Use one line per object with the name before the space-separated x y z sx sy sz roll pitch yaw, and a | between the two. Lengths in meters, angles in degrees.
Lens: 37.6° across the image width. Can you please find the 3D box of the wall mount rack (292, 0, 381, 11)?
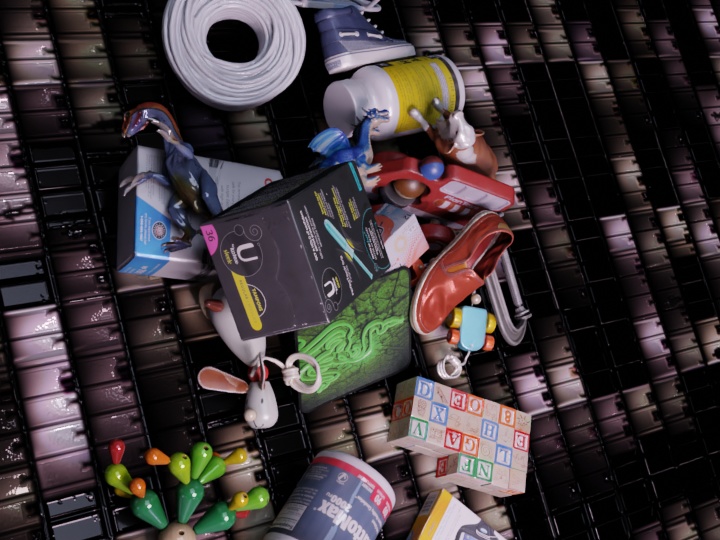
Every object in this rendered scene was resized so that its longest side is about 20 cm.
wall mount rack | -0.038 -0.417 1.547 0.199 0.174 0.075 -5 116 -32

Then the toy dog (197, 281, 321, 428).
toy dog | -0.151 0.098 1.328 0.201 0.132 0.096 60 26 10

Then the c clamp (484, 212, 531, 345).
c clamp | 0.221 0.010 1.598 0.171 0.027 0.201 -13 89 -66

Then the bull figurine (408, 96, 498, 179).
bull figurine | 0.139 -0.187 1.521 0.065 0.200 0.122 -40 62 5

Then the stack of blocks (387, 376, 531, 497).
stack of blocks | 0.140 0.235 1.484 0.199 0.059 0.116 21 64 -23

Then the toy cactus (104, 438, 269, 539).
toy cactus | -0.214 0.281 1.253 0.199 0.102 0.166 15 85 -28

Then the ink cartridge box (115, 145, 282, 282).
ink cartridge box | -0.206 -0.065 1.367 0.199 0.086 0.147 8 70 -30

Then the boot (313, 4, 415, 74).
boot | 0.010 -0.349 1.573 0.200 0.072 0.091 -22 98 -55

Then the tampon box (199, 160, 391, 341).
tampon box | -0.074 -0.028 1.273 0.200 0.126 0.151 -40 114 -61

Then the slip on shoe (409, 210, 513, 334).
slip on shoe | 0.139 0.007 1.470 0.200 0.061 0.074 -51 130 -1

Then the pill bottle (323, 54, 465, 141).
pill bottle | 0.048 -0.253 1.568 0.199 0.111 0.112 -17 82 -34

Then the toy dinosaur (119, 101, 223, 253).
toy dinosaur | -0.225 -0.115 1.301 0.200 0.105 0.182 27 45 -58

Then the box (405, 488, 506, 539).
box | 0.151 0.406 1.445 0.200 0.041 0.119 42 57 -15

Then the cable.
cable | -0.177 -0.321 1.463 0.200 0.069 0.200 45 74 -8

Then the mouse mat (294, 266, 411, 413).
mouse mat | -0.005 0.092 1.424 0.199 0.008 0.162 -20 120 -34

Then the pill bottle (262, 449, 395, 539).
pill bottle | -0.052 0.334 1.300 0.120 0.119 0.200 42 58 -12

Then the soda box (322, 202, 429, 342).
soda box | 0.000 0.000 1.438 0.200 0.063 0.069 -45 131 -19

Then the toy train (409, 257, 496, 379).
toy train | 0.109 0.051 1.538 0.150 0.056 0.201 -31 96 -19

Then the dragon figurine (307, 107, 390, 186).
dragon figurine | -0.037 -0.152 1.440 0.199 0.059 0.100 -26 65 -15

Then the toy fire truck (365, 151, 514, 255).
toy fire truck | 0.099 -0.114 1.515 0.199 0.168 0.113 20 64 -24
